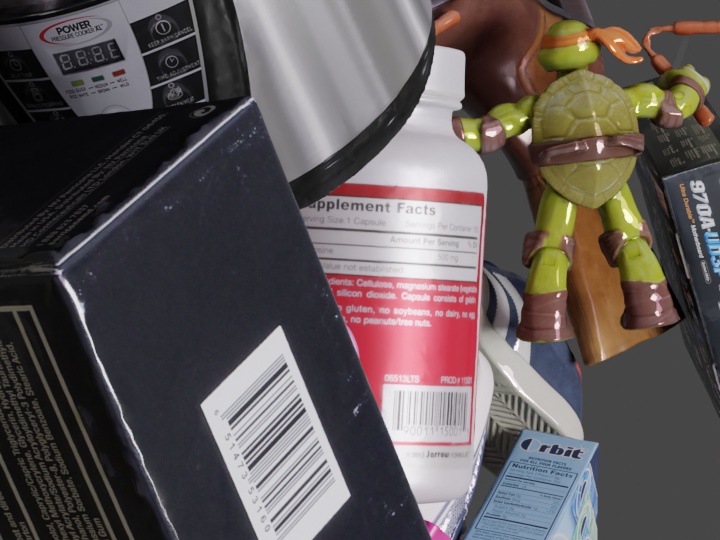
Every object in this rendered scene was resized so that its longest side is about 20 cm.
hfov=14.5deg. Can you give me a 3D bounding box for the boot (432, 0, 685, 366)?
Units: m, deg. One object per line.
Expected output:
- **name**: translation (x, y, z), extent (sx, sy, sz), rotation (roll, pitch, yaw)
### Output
- **boot**: translation (0.082, -0.047, 1.423), extent (0.188, 0.068, 0.201), rotation (-7, 80, -63)

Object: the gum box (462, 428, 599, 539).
- **gum box**: translation (0.066, 0.203, 1.356), extent (0.200, 0.044, 0.171), rotation (-56, 149, -49)

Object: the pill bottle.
- **pill bottle**: translation (0.000, 0.000, 1.269), extent (0.112, 0.112, 0.202), rotation (4, 89, -50)

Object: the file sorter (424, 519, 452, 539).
- **file sorter**: translation (-0.031, 0.167, 1.179), extent (0.139, 0.199, 0.126), rotation (45, 70, -39)

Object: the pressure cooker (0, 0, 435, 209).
- **pressure cooker**: translation (-0.082, -0.130, 1.033), extent (0.176, 0.178, 0.201), rotation (-40, 128, -20)

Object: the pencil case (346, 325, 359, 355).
- **pencil case**: translation (-0.082, 0.040, 1.131), extent (0.087, 0.199, 0.088), rotation (-6, 101, -34)

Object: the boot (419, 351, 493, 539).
- **boot**: translation (0.020, 0.136, 1.355), extent (0.090, 0.072, 0.201), rotation (42, 71, -47)

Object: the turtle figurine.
- **turtle figurine**: translation (0.115, -0.052, 1.348), extent (0.199, 0.064, 0.163), rotation (-8, 92, -20)

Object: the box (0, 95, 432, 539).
- **box**: translation (-0.105, 0.058, 0.975), extent (0.123, 0.197, 0.201), rotation (-45, 122, -45)

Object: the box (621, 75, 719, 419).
- **box**: translation (0.186, -0.007, 1.501), extent (0.200, 0.046, 0.160), rotation (-96, 169, -74)

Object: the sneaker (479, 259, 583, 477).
- **sneaker**: translation (0.045, 0.014, 1.402), extent (0.200, 0.075, 0.085), rotation (53, 33, -31)
